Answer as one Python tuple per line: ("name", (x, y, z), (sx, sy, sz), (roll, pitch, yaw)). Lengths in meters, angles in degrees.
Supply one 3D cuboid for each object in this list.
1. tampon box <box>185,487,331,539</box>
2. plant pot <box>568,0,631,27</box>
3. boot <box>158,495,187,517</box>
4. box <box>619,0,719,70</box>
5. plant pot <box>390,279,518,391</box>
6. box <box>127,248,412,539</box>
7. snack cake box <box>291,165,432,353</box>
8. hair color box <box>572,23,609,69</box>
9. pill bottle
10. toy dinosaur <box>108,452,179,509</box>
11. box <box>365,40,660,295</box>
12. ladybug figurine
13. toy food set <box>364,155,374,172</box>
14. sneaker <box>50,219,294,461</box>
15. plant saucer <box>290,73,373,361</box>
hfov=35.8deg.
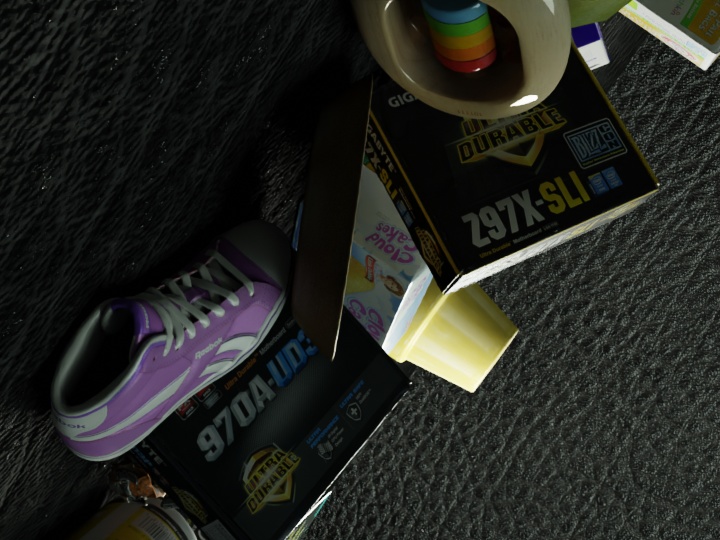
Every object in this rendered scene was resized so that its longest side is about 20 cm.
("tampon box", (-0.150, 0.313, 1.358), (0.150, 0.126, 0.200), (-56, 169, 16))
("plant pot", (0.161, -0.256, 0.695), (0.200, 0.200, 0.184), (-47, 180, -34))
("boot", (-0.119, 0.152, 1.114), (0.199, 0.073, 0.162), (-54, 174, 0))
("box", (0.263, -0.281, 0.995), (0.102, 0.200, 0.112), (-54, 171, 10))
("plant pot", (0.149, 0.091, 1.835), (0.201, 0.188, 0.201), (-52, 171, -12))
("box", (-0.073, 0.091, 0.816), (0.200, 0.159, 0.046), (-44, -176, -40))
("snack cake box", (0.000, 0.000, 0.989), (0.067, 0.115, 0.200), (-48, 169, -26))
("hair color box", (0.180, -0.222, 1.089), (0.109, 0.065, 0.200), (-18, 178, 15))
("pill bottle", (-0.223, 0.274, 0.901), (0.112, 0.111, 0.200), (-58, 169, 29))
("toy dinosaur", (-0.099, 0.146, 0.906), (0.136, 0.198, 0.103), (-82, -178, -61))
("box", (0.114, -0.091, 0.876), (0.199, 0.160, 0.049), (-22, 168, -24))
("ladybug figurine", (0.064, -0.166, 0.677), (0.200, 0.135, 0.072), (69, 35, -65))
("toy food set", (0.074, -0.111, 1.017), (0.199, 0.049, 0.198), (-35, 174, 3))
("sneaker", (-0.111, 0.030, 0.695), (0.201, 0.072, 0.114), (-49, 167, -23))
("plant saucer", (-0.022, -0.038, 0.779), (0.200, 0.035, 0.202), (-172, -90, -88))
